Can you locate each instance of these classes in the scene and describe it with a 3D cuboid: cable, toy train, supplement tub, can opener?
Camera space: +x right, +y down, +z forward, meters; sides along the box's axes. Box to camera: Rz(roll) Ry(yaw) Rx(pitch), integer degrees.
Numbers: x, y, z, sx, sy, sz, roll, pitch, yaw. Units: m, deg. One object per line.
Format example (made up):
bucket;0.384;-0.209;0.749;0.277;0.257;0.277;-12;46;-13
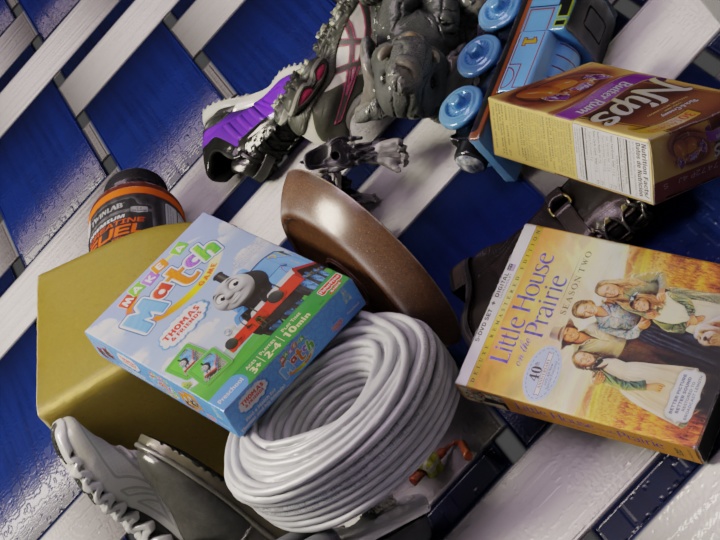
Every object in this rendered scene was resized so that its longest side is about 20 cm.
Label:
cable;-0.016;0.115;1.370;0.200;0.069;0.199;-49;26;-24
toy train;0.147;-0.174;1.571;0.114;0.087;0.201;0;58;42
supplement tub;-0.231;-0.019;1.844;0.107;0.107;0.201;-36;37;20
can opener;-0.029;0.221;1.337;0.199;0.067;0.053;-21;11;-23

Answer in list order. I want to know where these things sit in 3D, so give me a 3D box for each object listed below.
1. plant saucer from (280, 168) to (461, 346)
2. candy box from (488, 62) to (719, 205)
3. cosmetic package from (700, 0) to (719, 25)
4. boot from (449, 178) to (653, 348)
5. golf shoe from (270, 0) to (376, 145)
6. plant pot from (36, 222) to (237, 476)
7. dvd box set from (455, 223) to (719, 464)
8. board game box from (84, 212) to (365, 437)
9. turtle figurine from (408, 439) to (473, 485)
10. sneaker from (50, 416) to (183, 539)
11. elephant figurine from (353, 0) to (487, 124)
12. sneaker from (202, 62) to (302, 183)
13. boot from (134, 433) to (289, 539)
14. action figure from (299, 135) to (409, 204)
plant saucer;0.000;0.000;1.470;0.034;0.201;0.200;-45;32;-12
candy box;0.208;-0.114;1.413;0.116;0.057;0.200;-21;26;-28
cosmetic package;0.323;-0.336;1.441;0.164;0.165;0.201;-28;40;29
boot;0.159;-0.002;1.408;0.174;0.069;0.201;-39;36;15
golf shoe;-0.007;-0.209;1.751;0.201;0.088;0.077;-60;10;-16
plant pot;-0.156;0.071;1.606;0.199;0.196;0.195;-31;38;16
dvd box set;0.185;0.049;1.307;0.199;0.029;0.147;14;68;32
board game box;-0.114;0.039;1.449;0.151;0.037;0.199;-47;41;-19
turtle figurine;0.001;0.153;1.449;0.162;0.064;0.200;-53;34;-2
sneaker;-0.186;0.185;1.526;0.081;0.200;0.075;-45;26;-6
elephant figurine;0.046;-0.187;1.638;0.141;0.155;0.201;-20;46;37
sneaker;-0.090;-0.140;1.837;0.199;0.069;0.100;-20;52;41
boot;-0.161;0.261;1.462;0.200;0.181;0.073;-53;-1;-5
action figure;-0.009;-0.068;1.637;0.200;0.101;0.120;42;-127;-87
